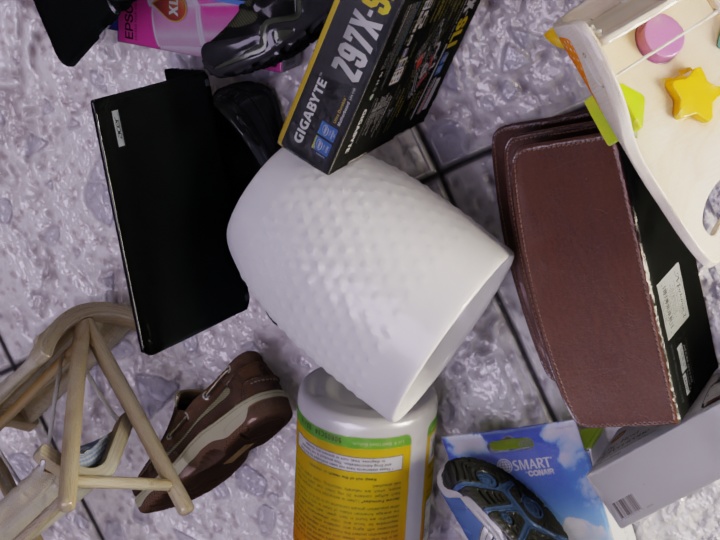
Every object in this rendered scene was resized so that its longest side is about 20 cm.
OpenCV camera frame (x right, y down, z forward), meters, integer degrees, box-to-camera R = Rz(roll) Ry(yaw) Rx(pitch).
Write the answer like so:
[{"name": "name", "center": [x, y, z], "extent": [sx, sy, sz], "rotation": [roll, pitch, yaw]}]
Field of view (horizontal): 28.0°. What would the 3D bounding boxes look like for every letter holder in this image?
[{"name": "letter holder", "center": [0.151, -0.002, 1.009], "extent": [0.140, 0.100, 0.203], "rotation": [-7, 105, 32]}]

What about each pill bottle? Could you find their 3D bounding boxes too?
[{"name": "pill bottle", "center": [0.001, 0.184, 1.150], "extent": [0.110, 0.111, 0.203], "rotation": [13, 114, 23]}]

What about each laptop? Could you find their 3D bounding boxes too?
[{"name": "laptop", "center": [-0.148, -0.051, 1.065], "extent": [0.200, 0.102, 0.180], "rotation": [-156, 55, -68]}]

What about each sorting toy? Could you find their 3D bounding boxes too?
[{"name": "sorting toy", "center": [0.220, -0.107, 0.901], "extent": [0.182, 0.199, 0.107], "rotation": [62, 158, -9]}]

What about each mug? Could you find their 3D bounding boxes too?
[{"name": "mug", "center": [0.000, 0.000, 1.048], "extent": [0.175, 0.200, 0.148], "rotation": [37, 84, 10]}]

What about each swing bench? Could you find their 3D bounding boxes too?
[{"name": "swing bench", "center": [-0.267, 0.157, 1.230], "extent": [0.199, 0.129, 0.202], "rotation": [-41, 55, 33]}]

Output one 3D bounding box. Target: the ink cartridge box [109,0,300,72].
[{"name": "ink cartridge box", "center": [-0.136, -0.218, 1.120], "extent": [0.198, 0.037, 0.096], "rotation": [15, 114, 25]}]

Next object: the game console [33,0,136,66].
[{"name": "game console", "center": [-0.192, -0.289, 1.100], "extent": [0.174, 0.116, 0.202], "rotation": [-24, 86, -5]}]

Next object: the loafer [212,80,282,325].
[{"name": "loafer", "center": [-0.081, -0.045, 1.132], "extent": [0.067, 0.070, 0.203], "rotation": [-6, 106, 32]}]

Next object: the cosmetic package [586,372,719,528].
[{"name": "cosmetic package", "center": [0.255, 0.102, 1.002], "extent": [0.199, 0.082, 0.051], "rotation": [-36, 88, 32]}]

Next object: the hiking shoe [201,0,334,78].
[{"name": "hiking shoe", "center": [-0.045, -0.221, 1.030], "extent": [0.199, 0.076, 0.101], "rotation": [-37, 91, 11]}]

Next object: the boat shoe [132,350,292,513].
[{"name": "boat shoe", "center": [-0.133, 0.136, 1.239], "extent": [0.202, 0.074, 0.076], "rotation": [-39, 66, 33]}]

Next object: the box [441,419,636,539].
[{"name": "box", "center": [0.148, 0.206, 1.117], "extent": [0.121, 0.048, 0.203], "rotation": [-11, 102, 30]}]

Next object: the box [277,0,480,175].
[{"name": "box", "center": [0.032, -0.175, 0.971], "extent": [0.049, 0.160, 0.202], "rotation": [32, 121, 12]}]

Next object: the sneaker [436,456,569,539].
[{"name": "sneaker", "center": [0.121, 0.226, 1.066], "extent": [0.200, 0.076, 0.077], "rotation": [49, 118, 5]}]
